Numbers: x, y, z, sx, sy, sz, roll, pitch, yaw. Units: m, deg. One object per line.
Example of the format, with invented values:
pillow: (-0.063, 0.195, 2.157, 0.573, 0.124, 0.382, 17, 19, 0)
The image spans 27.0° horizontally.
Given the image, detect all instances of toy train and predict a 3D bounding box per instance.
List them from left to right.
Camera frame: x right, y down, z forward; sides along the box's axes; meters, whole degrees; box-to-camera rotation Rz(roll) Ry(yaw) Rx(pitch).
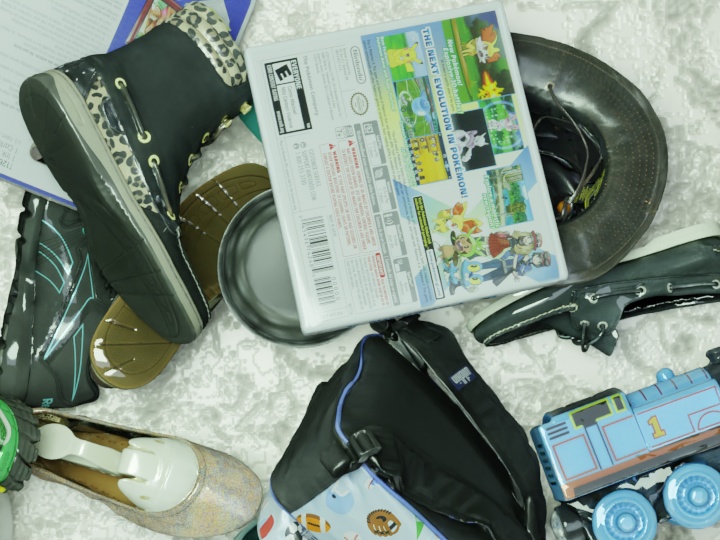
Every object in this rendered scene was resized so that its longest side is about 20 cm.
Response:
toy train: (0.222, 0.129, 1.078, 0.200, 0.087, 0.114, -20, 83, -1)

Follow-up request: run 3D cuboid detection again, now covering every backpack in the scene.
backpack: (0.034, 0.159, 1.026, 0.190, 0.200, 0.154, 38, 119, -6)

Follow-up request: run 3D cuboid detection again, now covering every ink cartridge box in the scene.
ink cartridge box: (-0.188, -0.145, 1.042, 0.198, 0.047, 0.200, 24, 89, -40)

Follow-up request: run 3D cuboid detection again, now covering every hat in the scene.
hat: (0.113, -0.073, 1.076, 0.200, 0.081, 0.201, 1, 77, -3)

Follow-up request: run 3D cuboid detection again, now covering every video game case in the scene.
video game case: (0.030, -0.071, 1.014, 0.182, 0.022, 0.200, -11, 81, -5)

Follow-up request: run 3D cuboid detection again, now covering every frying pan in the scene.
frying pan: (-0.007, -0.016, 1.050, 0.190, 0.031, 0.115, -19, 97, -2)

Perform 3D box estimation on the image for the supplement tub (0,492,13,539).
supplement tub: (-0.353, 0.204, 1.034, 0.200, 0.144, 0.145, 7, 89, -1)

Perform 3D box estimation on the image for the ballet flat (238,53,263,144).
ballet flat: (-0.017, -0.087, 1.090, 0.072, 0.072, 0.200, -42, 94, -2)

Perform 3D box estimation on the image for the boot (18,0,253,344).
boot: (-0.121, -0.070, 1.016, 0.154, 0.073, 0.204, -39, 108, -35)

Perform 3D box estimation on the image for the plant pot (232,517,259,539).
plant pot: (-0.062, 0.288, 1.029, 0.134, 0.200, 0.200, -39, 90, 24)

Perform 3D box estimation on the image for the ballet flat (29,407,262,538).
ballet flat: (-0.165, 0.137, 1.038, 0.200, 0.067, 0.068, 8, 70, 25)

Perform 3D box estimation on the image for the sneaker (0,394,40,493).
sneaker: (-0.304, 0.085, 1.033, 0.200, 0.085, 0.078, 22, 91, 43)

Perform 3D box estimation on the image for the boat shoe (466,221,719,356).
boat shoe: (0.178, 0.027, 1.083, 0.199, 0.075, 0.066, -19, 77, -11)

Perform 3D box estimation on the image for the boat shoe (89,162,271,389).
boat shoe: (-0.130, 0.003, 1.074, 0.073, 0.065, 0.200, 46, 64, -11)

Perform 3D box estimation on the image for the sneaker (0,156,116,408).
sneaker: (-0.214, 0.004, 1.087, 0.079, 0.075, 0.200, 9, 94, -16)
